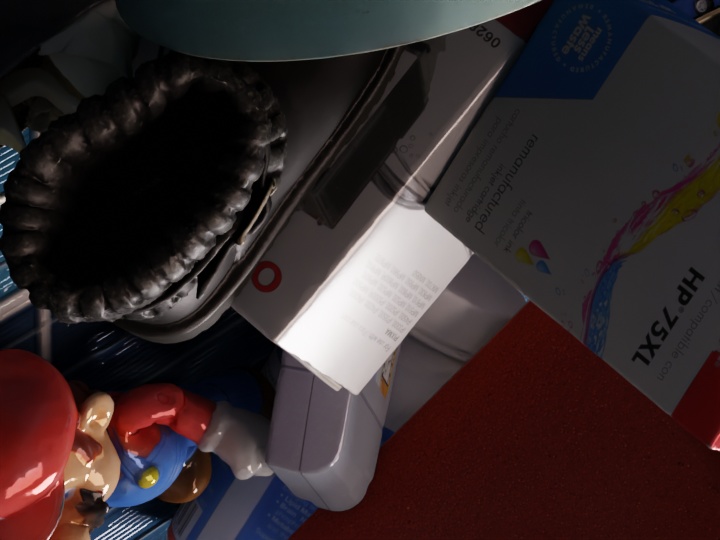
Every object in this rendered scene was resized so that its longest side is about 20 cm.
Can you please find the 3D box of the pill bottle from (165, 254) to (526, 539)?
[{"bbox_3d":[-0.003,0.081,1.355,0.112,0.112,0.200,3,123,-57],"label":"pill bottle"}]

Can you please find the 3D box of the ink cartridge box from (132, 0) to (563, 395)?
[{"bbox_3d":[-0.004,-0.074,1.122,0.200,0.147,0.083,-51,152,1],"label":"ink cartridge box"}]

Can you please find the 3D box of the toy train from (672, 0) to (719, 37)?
[{"bbox_3d":[0.223,-0.153,1.394,0.200,0.046,0.034,-27,170,36],"label":"toy train"}]

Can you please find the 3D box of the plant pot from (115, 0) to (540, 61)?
[{"bbox_3d":[-0.008,-0.187,0.935,0.201,0.201,0.161,-33,122,-30],"label":"plant pot"}]

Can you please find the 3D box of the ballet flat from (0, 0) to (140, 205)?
[{"bbox_3d":[-0.131,-0.061,1.033,0.200,0.073,0.073,-41,152,-16],"label":"ballet flat"}]

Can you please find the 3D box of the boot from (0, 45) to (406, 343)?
[{"bbox_3d":[-0.047,-0.068,0.995,0.211,0.079,0.158,-64,171,-5],"label":"boot"}]

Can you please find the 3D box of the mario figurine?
[{"bbox_3d":[-0.112,0.096,1.221,0.200,0.106,0.123,-3,127,-57],"label":"mario figurine"}]

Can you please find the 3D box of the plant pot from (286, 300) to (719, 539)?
[{"bbox_3d":[0.118,0.154,1.299,0.200,0.176,0.200,-44,142,-1],"label":"plant pot"}]

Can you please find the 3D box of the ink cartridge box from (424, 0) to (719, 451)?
[{"bbox_3d":[0.134,-0.011,1.028,0.067,0.200,0.116,12,114,-54],"label":"ink cartridge box"}]

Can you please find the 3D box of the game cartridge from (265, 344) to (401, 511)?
[{"bbox_3d":[0.000,0.000,1.220,0.133,0.042,0.200,79,22,-78],"label":"game cartridge"}]
